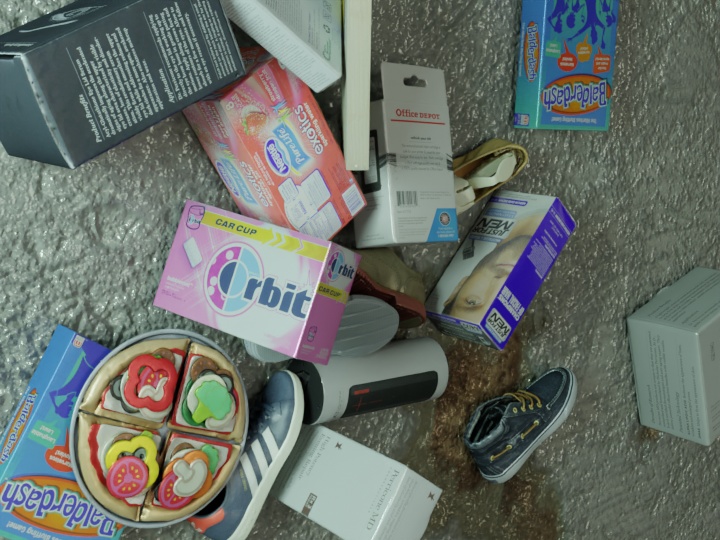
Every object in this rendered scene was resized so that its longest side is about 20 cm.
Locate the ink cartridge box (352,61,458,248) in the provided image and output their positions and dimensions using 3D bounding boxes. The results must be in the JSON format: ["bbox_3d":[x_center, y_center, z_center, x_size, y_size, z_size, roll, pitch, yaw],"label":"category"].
[{"bbox_3d":[0.047,-0.131,1.233,0.115,0.067,0.204,-3,89,-45],"label":"ink cartridge box"}]

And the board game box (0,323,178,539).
[{"bbox_3d":[-0.277,0.178,1.056,0.151,0.045,0.202,33,78,-39],"label":"board game box"}]

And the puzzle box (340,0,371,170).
[{"bbox_3d":[-0.005,-0.220,1.096,0.025,0.134,0.203,0,116,-3],"label":"puzzle box"}]

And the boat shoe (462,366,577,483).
[{"bbox_3d":[0.223,0.192,1.460,0.201,0.070,0.091,-48,129,-20],"label":"boat shoe"}]

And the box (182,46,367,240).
[{"bbox_3d":[-0.092,-0.123,1.119,0.103,0.094,0.202,-44,123,-25],"label":"box"}]

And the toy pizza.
[{"bbox_3d":[-0.193,0.160,1.064,0.198,0.032,0.204,-5,99,-36],"label":"toy pizza"}]

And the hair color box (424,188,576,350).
[{"bbox_3d":[0.177,-0.005,1.360,0.065,0.109,0.202,44,70,-36],"label":"hair color box"}]

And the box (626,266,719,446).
[{"bbox_3d":[0.538,0.130,1.676,0.197,0.130,0.203,-29,116,-32],"label":"box"}]

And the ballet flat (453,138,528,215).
[{"bbox_3d":[0.134,-0.112,1.333,0.199,0.063,0.069,-37,120,-28],"label":"ballet flat"}]

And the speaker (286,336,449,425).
[{"bbox_3d":[0.008,0.129,1.265,0.198,0.081,0.083,-5,102,-39],"label":"speaker"}]

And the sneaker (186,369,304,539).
[{"bbox_3d":[-0.131,0.196,1.166,0.084,0.075,0.203,30,75,-32],"label":"sneaker"}]

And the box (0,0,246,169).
[{"bbox_3d":[-0.230,-0.186,0.958,0.199,0.147,0.106,-35,120,-28],"label":"box"}]

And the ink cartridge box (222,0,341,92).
[{"bbox_3d":[-0.094,-0.306,1.051,0.199,0.043,0.199,36,40,-37],"label":"ink cartridge box"}]

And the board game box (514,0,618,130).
[{"bbox_3d":[0.277,-0.290,1.419,0.150,0.045,0.204,-6,103,-39],"label":"board game box"}]

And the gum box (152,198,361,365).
[{"bbox_3d":[-0.110,0.009,1.069,0.066,0.198,0.115,22,86,-60],"label":"gum box"}]

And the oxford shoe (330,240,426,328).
[{"bbox_3d":[0.000,0.000,1.255,0.199,0.070,0.076,32,51,-37],"label":"oxford shoe"}]

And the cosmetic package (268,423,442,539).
[{"bbox_3d":[-0.014,0.244,1.188,0.074,0.199,0.103,37,75,-38],"label":"cosmetic package"}]

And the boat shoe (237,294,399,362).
[{"bbox_3d":[-0.048,0.058,1.202,0.197,0.062,0.073,-3,110,-33],"label":"boat shoe"}]
